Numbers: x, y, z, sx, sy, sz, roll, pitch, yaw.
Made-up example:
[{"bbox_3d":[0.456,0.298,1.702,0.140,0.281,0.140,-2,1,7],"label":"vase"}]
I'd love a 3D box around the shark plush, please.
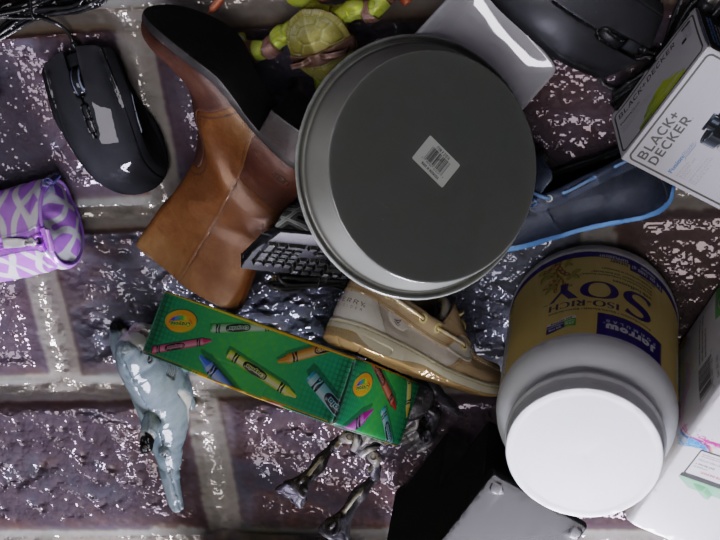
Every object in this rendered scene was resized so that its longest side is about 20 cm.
[{"bbox_3d":[-0.192,0.129,1.642,0.090,0.084,0.202,9,122,4],"label":"shark plush"}]

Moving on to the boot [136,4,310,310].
[{"bbox_3d":[-0.130,-0.091,1.475,0.187,0.069,0.201,35,127,2],"label":"boot"}]

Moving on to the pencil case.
[{"bbox_3d":[-0.333,-0.020,1.576,0.198,0.086,0.085,-14,116,18],"label":"pencil case"}]

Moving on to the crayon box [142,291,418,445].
[{"bbox_3d":[-0.066,0.081,1.525,0.198,0.119,0.059,18,86,31],"label":"crayon box"}]

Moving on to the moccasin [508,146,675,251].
[{"bbox_3d":[0.150,-0.067,1.477,0.198,0.081,0.069,-15,114,2],"label":"moccasin"}]

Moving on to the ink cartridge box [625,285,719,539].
[{"bbox_3d":[0.300,0.111,1.508,0.083,0.145,0.201,25,122,-6],"label":"ink cartridge box"}]

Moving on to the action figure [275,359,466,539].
[{"bbox_3d":[0.012,0.132,1.604,0.118,0.102,0.201,37,94,-4],"label":"action figure"}]

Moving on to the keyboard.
[{"bbox_3d":[0.000,0.000,1.463,0.198,0.021,0.127,6,162,-20],"label":"keyboard"}]

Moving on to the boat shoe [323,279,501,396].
[{"bbox_3d":[0.054,0.052,1.484,0.073,0.070,0.199,11,172,42],"label":"boat shoe"}]

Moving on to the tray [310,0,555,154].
[{"bbox_3d":[0.055,-0.123,1.419,0.107,0.022,0.200,46,76,-17],"label":"tray"}]

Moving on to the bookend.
[{"bbox_3d":[0.104,0.206,1.574,0.092,0.201,0.199,29,119,-9],"label":"bookend"}]

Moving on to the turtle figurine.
[{"bbox_3d":[-0.015,-0.174,1.437,0.198,0.065,0.162,-19,116,20],"label":"turtle figurine"}]

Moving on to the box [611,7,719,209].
[{"bbox_3d":[0.306,-0.101,1.407,0.199,0.060,0.117,26,122,-19],"label":"box"}]

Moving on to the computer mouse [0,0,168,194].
[{"bbox_3d":[-0.248,-0.136,1.512,0.139,0.046,0.202,-10,119,14],"label":"computer mouse"}]

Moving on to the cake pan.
[{"bbox_3d":[0.049,-0.078,1.386,0.198,0.037,0.203,-1,91,-22],"label":"cake pan"}]

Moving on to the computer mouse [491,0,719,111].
[{"bbox_3d":[0.173,-0.202,1.394,0.199,0.053,0.139,31,122,-10],"label":"computer mouse"}]

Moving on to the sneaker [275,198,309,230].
[{"bbox_3d":[-0.038,-0.055,1.510,0.198,0.078,0.078,2,114,8],"label":"sneaker"}]

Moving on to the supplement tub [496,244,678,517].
[{"bbox_3d":[0.184,0.087,1.481,0.144,0.201,0.147,4,122,7],"label":"supplement tub"}]
